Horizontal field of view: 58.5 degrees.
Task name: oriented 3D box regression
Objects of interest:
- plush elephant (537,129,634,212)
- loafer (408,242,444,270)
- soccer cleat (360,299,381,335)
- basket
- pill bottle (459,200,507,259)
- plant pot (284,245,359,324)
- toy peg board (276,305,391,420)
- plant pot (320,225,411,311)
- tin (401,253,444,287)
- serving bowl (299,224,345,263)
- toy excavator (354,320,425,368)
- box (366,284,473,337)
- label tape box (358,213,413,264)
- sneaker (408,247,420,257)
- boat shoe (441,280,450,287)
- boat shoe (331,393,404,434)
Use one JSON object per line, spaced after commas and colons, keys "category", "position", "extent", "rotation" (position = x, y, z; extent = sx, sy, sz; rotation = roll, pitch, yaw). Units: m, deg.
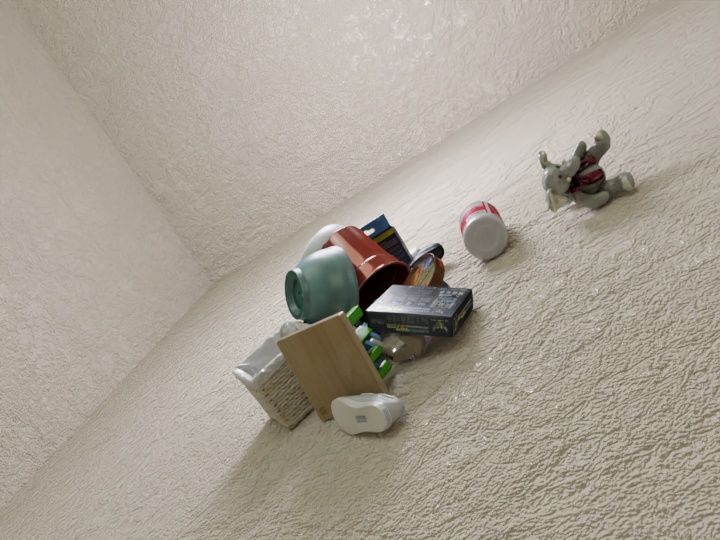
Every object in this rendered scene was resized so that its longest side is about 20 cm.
{"category": "plush elephant", "position": [0.481, -0.214, 1.456], "extent": [0.151, 0.169, 0.200], "rotation": [3, -28, -33]}
{"category": "loafer", "position": [0.154, 0.006, 1.746], "extent": [0.199, 0.068, 0.070], "rotation": [-41, 22, 0]}
{"category": "soccer cleat", "position": [0.007, 0.170, 1.592], "extent": [0.202, 0.073, 0.068], "rotation": [-54, 39, -3]}
{"category": "basket", "position": [-0.175, 0.248, 1.544], "extent": [0.199, 0.163, 0.197], "rotation": [-40, 15, -20]}
{"category": "pill bottle", "position": [0.311, -0.112, 1.648], "extent": [0.111, 0.114, 0.201], "rotation": [-31, 15, 14]}
{"category": "plant pot", "position": [-0.107, 0.049, 1.572], "extent": [0.131, 0.207, 0.199], "rotation": [-8, 0, -29]}
{"category": "toy peg board", "position": [-0.041, 0.187, 1.360], "extent": [0.196, 0.204, 0.098], "rotation": [-24, 9, 37]}
{"category": "plant pot", "position": [0.000, 0.000, 1.677], "extent": [0.199, 0.202, 0.196], "rotation": [-37, 56, -9]}
{"category": "tin", "position": [0.133, 0.054, 1.529], "extent": [0.202, 0.041, 0.113], "rotation": [-57, 18, 23]}
{"category": "serving bowl", "position": [-0.112, -0.048, 1.792], "extent": [0.201, 0.065, 0.201], "rotation": [-51, -16, -20]}
{"category": "toy excavator", "position": [0.034, 0.179, 1.427], "extent": [0.100, 0.195, 0.198], "rotation": [-53, -18, -51]}
{"category": "box", "position": [0.129, 0.084, 1.380], "extent": [0.194, 0.053, 0.157], "rotation": [1, 19, 26]}
{"category": "label tape box", "position": [0.057, -0.050, 1.819], "extent": [0.141, 0.203, 0.066], "rotation": [-30, 17, 12]}
{"category": "sneaker", "position": [0.096, -0.032, 1.970], "extent": [0.197, 0.081, 0.071], "rotation": [-25, 15, 33]}
{"category": "boat shoe", "position": [0.167, 0.037, 1.612], "extent": [0.072, 0.063, 0.199], "rotation": [-37, 14, -11]}
{"category": "boat shoe", "position": [0.013, 0.268, 1.244], "extent": [0.067, 0.074, 0.199], "rotation": [-18, -5, -34]}
